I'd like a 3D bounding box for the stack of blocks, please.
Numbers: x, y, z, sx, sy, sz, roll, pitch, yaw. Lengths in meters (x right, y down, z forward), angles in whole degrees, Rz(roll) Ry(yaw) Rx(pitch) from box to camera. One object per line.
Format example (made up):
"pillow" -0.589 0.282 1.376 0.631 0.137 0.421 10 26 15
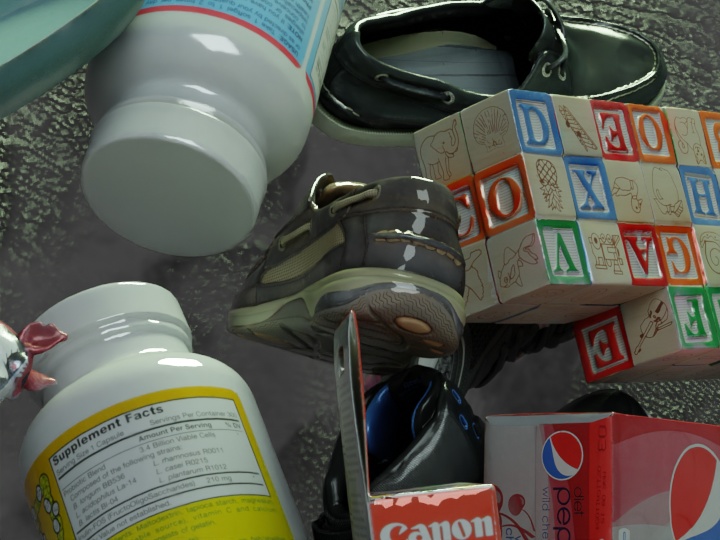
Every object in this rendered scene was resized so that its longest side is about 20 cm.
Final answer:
"stack of blocks" 0.119 -0.012 1.067 0.199 0.058 0.116 2 71 -48

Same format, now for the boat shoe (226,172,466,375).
"boat shoe" 0.000 0.000 1.011 0.074 0.200 0.074 19 79 -20

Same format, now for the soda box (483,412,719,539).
"soda box" 0.131 0.099 0.985 0.200 0.063 0.070 9 79 -51

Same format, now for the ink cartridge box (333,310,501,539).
"ink cartridge box" 0.026 0.116 0.880 0.050 0.109 0.201 -6 86 -4

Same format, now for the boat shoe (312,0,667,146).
"boat shoe" 0.072 -0.107 1.191 0.198 0.066 0.075 -1 54 -18

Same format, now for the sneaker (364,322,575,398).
"sneaker" 0.075 0.008 1.103 0.086 0.080 0.200 33 57 -5

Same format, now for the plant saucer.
"plant saucer" -0.173 -0.096 1.058 0.200 0.200 0.027 -44 115 -36

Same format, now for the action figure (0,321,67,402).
"action figure" -0.214 0.019 0.924 0.199 0.135 0.149 16 7 -23

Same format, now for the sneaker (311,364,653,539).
"sneaker" 0.058 0.077 1.007 0.073 0.112 0.200 -1 28 40

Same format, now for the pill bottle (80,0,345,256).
"pill bottle" -0.068 -0.108 1.123 0.108 0.109 0.201 17 51 -4

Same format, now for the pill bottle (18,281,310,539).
"pill bottle" -0.077 0.106 0.964 0.104 0.104 0.201 -9 57 -23
